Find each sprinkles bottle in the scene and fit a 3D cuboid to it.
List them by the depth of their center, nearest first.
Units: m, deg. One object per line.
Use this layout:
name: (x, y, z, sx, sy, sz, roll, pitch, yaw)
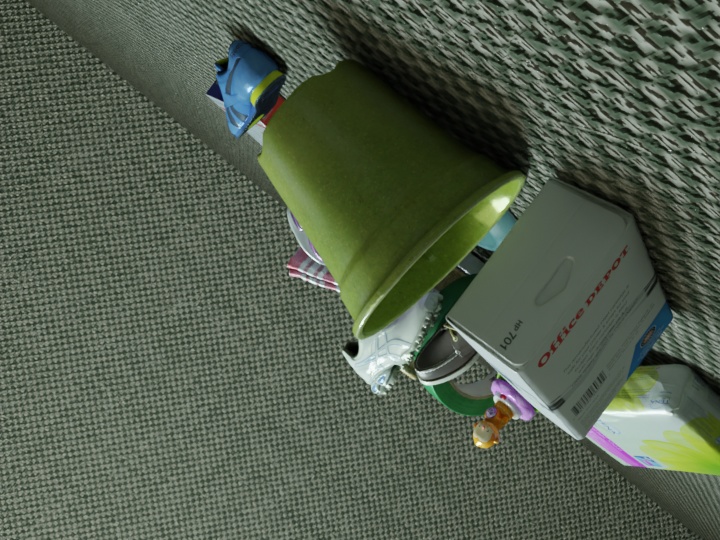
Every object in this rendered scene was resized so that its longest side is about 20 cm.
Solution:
sprinkles bottle: (0.112, 0.063, 1.174, 0.068, 0.201, 0.068, 35, 177, 2)

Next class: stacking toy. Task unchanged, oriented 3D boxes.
stacking toy: (0.218, 0.158, 1.057, 0.116, 0.200, 0.110, 31, 159, 43)

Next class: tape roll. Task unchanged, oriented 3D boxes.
tape roll: (0.173, 0.107, 1.134, 0.200, 0.202, 0.048, 39, 176, -29)

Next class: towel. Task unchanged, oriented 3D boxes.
towel: (0.000, 0.000, 1.141, 0.197, 0.030, 0.147, 18, -158, 2)

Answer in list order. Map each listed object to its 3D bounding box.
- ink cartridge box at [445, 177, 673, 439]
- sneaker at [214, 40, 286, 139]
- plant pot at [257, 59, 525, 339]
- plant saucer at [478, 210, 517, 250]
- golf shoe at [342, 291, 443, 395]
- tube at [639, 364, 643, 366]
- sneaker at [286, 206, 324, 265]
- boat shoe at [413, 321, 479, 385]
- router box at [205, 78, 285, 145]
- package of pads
ink cartridge box: (0.177, 0.040, 0.667, 0.086, 0.147, 0.200, 36, 176, 40)
sneaker: (-0.149, -0.232, 1.000, 0.078, 0.066, 0.200, 45, 163, -4)
plant pot: (0.012, -0.076, 0.697, 0.185, 0.200, 0.200, 48, 179, 11)
plant saucer: (0.099, -0.081, 0.889, 0.199, 0.028, 0.200, 39, 177, 2)
golf shoe: (0.036, 0.086, 1.063, 0.097, 0.201, 0.078, 36, -139, 4)
tube: (0.357, 0.169, 1.108, 0.057, 0.053, 0.200, 22, 165, 15)
sneaker: (-0.024, -0.041, 1.074, 0.199, 0.075, 0.100, 33, -172, -27)
boat shoe: (0.144, 0.071, 1.024, 0.060, 0.199, 0.072, 45, -170, -43)
router box: (-0.131, -0.221, 1.222, 0.179, 0.049, 0.199, 41, 176, -37)
package of pads: (0.351, 0.179, 0.946, 0.154, 0.069, 0.199, 38, 156, -19)
